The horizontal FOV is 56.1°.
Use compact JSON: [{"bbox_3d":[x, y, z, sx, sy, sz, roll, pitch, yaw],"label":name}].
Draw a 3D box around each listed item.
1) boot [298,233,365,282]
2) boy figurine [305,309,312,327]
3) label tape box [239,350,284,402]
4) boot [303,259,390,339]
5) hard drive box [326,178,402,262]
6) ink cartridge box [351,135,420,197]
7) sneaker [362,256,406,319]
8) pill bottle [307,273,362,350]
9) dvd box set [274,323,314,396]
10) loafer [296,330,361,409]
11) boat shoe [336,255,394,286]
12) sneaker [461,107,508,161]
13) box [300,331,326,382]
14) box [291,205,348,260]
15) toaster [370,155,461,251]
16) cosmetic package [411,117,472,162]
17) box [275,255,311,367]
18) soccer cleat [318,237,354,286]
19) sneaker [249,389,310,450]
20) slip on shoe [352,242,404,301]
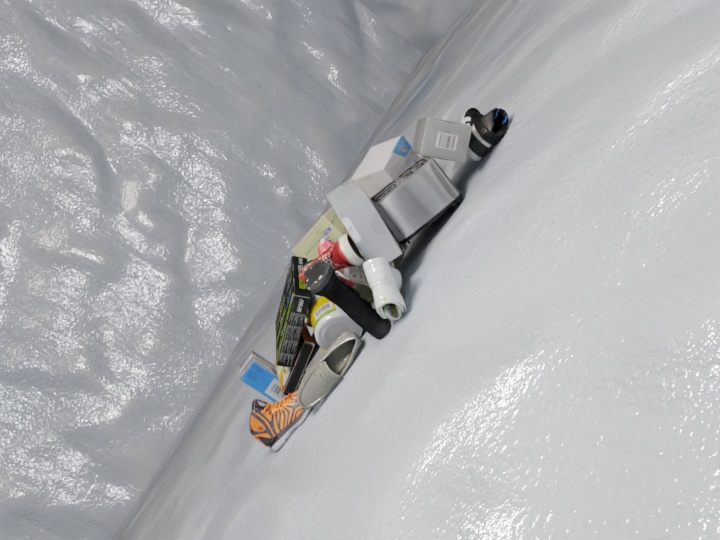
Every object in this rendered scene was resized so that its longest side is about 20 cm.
[{"bbox_3d":[-0.068,-0.014,1.454,0.143,0.073,0.200,-30,2,-1],"label":"boot"},{"bbox_3d":[-0.117,0.093,1.748,0.200,0.064,0.125,-113,41,-72],"label":"boy figurine"},{"bbox_3d":[-0.252,0.284,1.823,0.064,0.144,0.200,-55,12,-2],"label":"label tape box"},{"bbox_3d":[-0.021,0.070,1.363,0.066,0.200,0.165,-43,15,4],"label":"boot"},{"bbox_3d":[0.004,-0.105,1.488,0.076,0.157,0.200,-32,18,1],"label":"hard drive box"},{"bbox_3d":[0.100,-0.215,1.720,0.125,0.200,0.129,-12,41,47],"label":"ink cartridge box"},{"bbox_3d":[0.056,0.053,1.401,0.073,0.117,0.200,-19,-17,10],"label":"sneaker"},{"bbox_3d":[-0.068,0.084,1.585,0.111,0.110,0.201,-50,32,21],"label":"pill bottle"},{"bbox_3d":[-0.168,0.208,1.688,0.147,0.029,0.200,-66,18,10],"label":"dvd box set"},{"bbox_3d":[-0.071,0.217,1.470,0.201,0.070,0.070,-55,3,-2],"label":"loafer"},{"bbox_3d":[0.000,0.000,1.557,0.199,0.069,0.072,-1,77,55],"label":"boat shoe"},{"bbox_3d":[0.297,-0.344,1.571,0.112,0.073,0.201,-43,25,35],"label":"sneaker"},{"bbox_3d":[-0.092,0.185,1.694,0.201,0.048,0.158,-61,12,-23],"label":"box"},{"bbox_3d":[-0.048,-0.050,1.768,0.176,0.200,0.097,-44,3,44],"label":"box"},{"bbox_3d":[0.120,-0.158,1.536,0.180,0.119,0.200,-39,13,4],"label":"toaster"},{"bbox_3d":[0.182,-0.299,1.542,0.200,0.106,0.091,-99,19,-75],"label":"cosmetic package"},{"bbox_3d":[-0.165,0.096,1.629,0.194,0.047,0.202,-108,31,-60],"label":"box"},{"bbox_3d":[-0.051,0.004,1.708,0.066,0.201,0.077,-25,35,5],"label":"soccer cleat"},{"bbox_3d":[-0.187,0.316,1.551,0.201,0.112,0.078,-53,12,9],"label":"sneaker"},{"bbox_3d":[0.039,0.001,1.638,0.201,0.074,0.061,-56,7,18],"label":"slip on shoe"}]
